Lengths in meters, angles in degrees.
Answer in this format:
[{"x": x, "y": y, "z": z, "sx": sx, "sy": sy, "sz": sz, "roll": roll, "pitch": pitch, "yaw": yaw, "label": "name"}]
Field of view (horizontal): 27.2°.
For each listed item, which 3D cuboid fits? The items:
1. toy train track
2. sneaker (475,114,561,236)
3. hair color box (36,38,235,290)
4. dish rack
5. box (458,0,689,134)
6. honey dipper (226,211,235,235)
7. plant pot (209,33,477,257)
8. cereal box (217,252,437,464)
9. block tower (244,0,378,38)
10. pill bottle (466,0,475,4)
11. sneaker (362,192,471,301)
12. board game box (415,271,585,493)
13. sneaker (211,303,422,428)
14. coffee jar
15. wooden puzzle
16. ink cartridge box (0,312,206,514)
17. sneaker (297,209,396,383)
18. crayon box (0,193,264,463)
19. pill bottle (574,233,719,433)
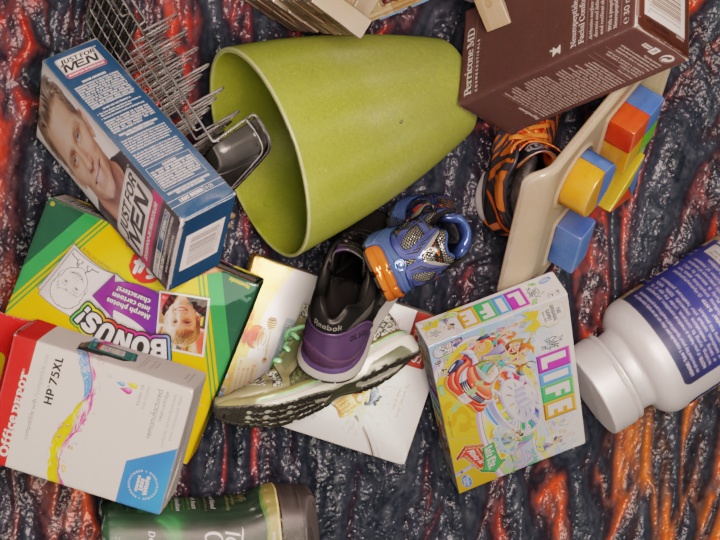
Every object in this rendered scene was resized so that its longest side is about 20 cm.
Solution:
[{"x": 0.065, "y": -0.252, "z": 1.288, "sx": 0.199, "sy": 0.033, "sz": 0.115, "roll": -17, "pitch": 105, "yaw": 31, "label": "toy train track"}, {"x": 0.161, "y": -0.129, "z": 1.362, "sx": 0.077, "sy": 0.112, "sz": 0.201, "roll": 7, "pitch": 94, "yaw": -10, "label": "sneaker"}, {"x": -0.194, "y": -0.090, "z": 1.264, "sx": 0.060, "sy": 0.100, "sz": 0.200, "roll": -29, "pitch": 65, "yaw": -32, "label": "hair color box"}, {"x": -0.166, "y": -0.158, "z": 1.285, "sx": 0.054, "sy": 0.153, "sz": 0.201, "roll": -33, "pitch": 90, "yaw": -23, "label": "dish rack"}, {"x": 0.177, "y": -0.199, "z": 1.253, "sx": 0.075, "sy": 0.199, "sz": 0.101, "roll": 23, "pitch": 61, "yaw": -34, "label": "box"}, {"x": -0.170, "y": 0.033, "z": 1.362, "sx": 0.038, "sy": 0.038, "sz": 0.201, "roll": 23, "pitch": 94, "yaw": -11, "label": "honey dipper"}, {"x": -0.004, "y": -0.134, "z": 1.314, "sx": 0.199, "sy": 0.187, "sz": 0.188, "roll": -22, "pitch": 98, "yaw": -22, "label": "plant pot"}, {"x": -0.030, "y": 0.082, "z": 1.385, "sx": 0.199, "sy": 0.040, "sz": 0.145, "roll": 18, "pitch": 92, "yaw": -11, "label": "cereal box"}, {"x": -0.040, "y": -0.239, "z": 1.274, "sx": 0.054, "sy": 0.200, "sz": 0.058, "roll": 31, "pitch": 90, "yaw": -23, "label": "block tower"}, {"x": 0.088, "y": -0.303, "z": 1.338, "sx": 0.199, "sy": 0.106, "sz": 0.107, "roll": 21, "pitch": 91, "yaw": -11, "label": "pill bottle"}, {"x": 0.065, "y": -0.025, "z": 1.317, "sx": 0.078, "sy": 0.200, "sz": 0.076, "roll": -17, "pitch": 104, "yaw": 18, "label": "sneaker"}, {"x": 0.132, "y": 0.106, "z": 1.364, "sx": 0.134, "sy": 0.034, "sz": 0.201, "roll": -21, "pitch": 132, "yaw": -7, "label": "board game box"}, {"x": -0.048, "y": 0.077, "z": 1.330, "sx": 0.199, "sy": 0.077, "sz": 0.089, "roll": -20, "pitch": 71, "yaw": -22, "label": "sneaker"}, {"x": -0.136, "y": 0.252, "z": 1.360, "sx": 0.199, "sy": 0.085, "sz": 0.105, "roll": -5, "pitch": 96, "yaw": -9, "label": "coffee jar"}, {"x": 0.206, "y": -0.076, "z": 1.314, "sx": 0.046, "sy": 0.186, "sz": 0.200, "roll": 36, "pitch": 60, "yaw": 19, "label": "wooden puzzle"}, {"x": -0.244, "y": 0.118, "z": 1.268, "sx": 0.199, "sy": 0.067, "sz": 0.117, "roll": 16, "pitch": 100, "yaw": 2, "label": "ink cartridge box"}, {"x": 0.000, "y": 0.000, "z": 1.304, "sx": 0.075, "sy": 0.201, "sz": 0.088, "roll": 11, "pitch": 134, "yaw": 5, "label": "sneaker"}, {"x": -0.209, "y": 0.050, "z": 1.320, "sx": 0.199, "sy": 0.058, "sz": 0.173, "roll": 22, "pitch": 96, "yaw": 0, "label": "crayon box"}, {"x": 0.296, "y": 0.062, "z": 1.398, "sx": 0.199, "sy": 0.120, "sz": 0.120, "roll": -32, "pitch": 99, "yaw": -6, "label": "pill bottle"}]
